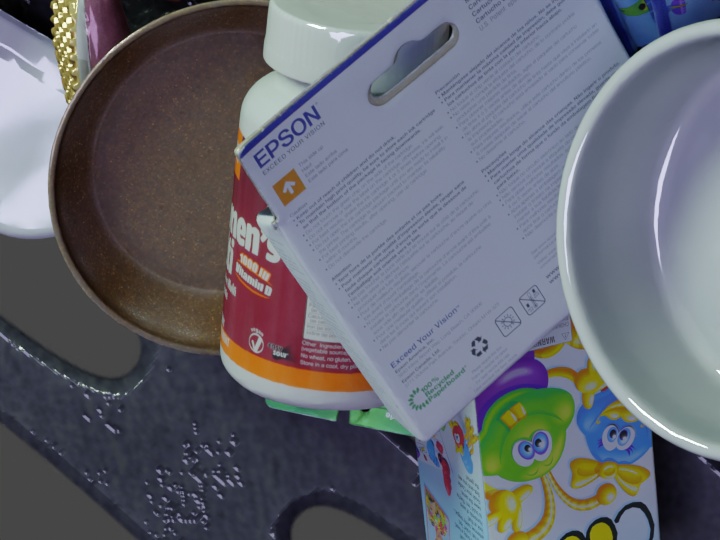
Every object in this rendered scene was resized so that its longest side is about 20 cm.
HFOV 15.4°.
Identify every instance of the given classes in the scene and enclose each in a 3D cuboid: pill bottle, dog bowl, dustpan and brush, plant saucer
[{"bbox_3d":[-0.011,-0.039,1.351,0.109,0.110,0.201,11,112,13],"label":"pill bottle"},{"bbox_3d":[0.191,-0.015,1.212,0.200,0.079,0.201,6,98,41],"label":"dog bowl"},{"bbox_3d":[-0.204,-0.047,1.534,0.139,0.057,0.200,30,108,-10],"label":"dustpan and brush"},{"bbox_3d":[-0.068,-0.053,1.413,0.200,0.037,0.201,-5,114,-10],"label":"plant saucer"}]

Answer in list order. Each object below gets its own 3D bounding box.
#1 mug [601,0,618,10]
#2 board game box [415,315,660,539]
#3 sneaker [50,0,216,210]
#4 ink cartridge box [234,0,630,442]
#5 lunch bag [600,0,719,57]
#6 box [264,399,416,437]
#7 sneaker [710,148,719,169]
[{"bbox_3d":[0.097,-0.247,1.345,0.133,0.178,0.201,-12,115,-17],"label":"mug"},{"bbox_3d":[0.094,0.097,1.440,0.103,0.105,0.201,-13,112,-17],"label":"board game box"},{"bbox_3d":[-0.111,-0.082,1.455,0.090,0.075,0.200,-14,122,-9],"label":"sneaker"},{"bbox_3d":[0.050,-0.051,1.289,0.199,0.041,0.200,-40,123,-12],"label":"ink cartridge box"},{"bbox_3d":[0.198,-0.144,1.310,0.150,0.094,0.200,-36,139,-6],"label":"lunch bag"},{"bbox_3d":[0.000,0.000,1.489,0.117,0.048,0.201,10,114,13],"label":"box"},{"bbox_3d":[0.235,-0.015,1.344,0.078,0.200,0.090,-39,53,26],"label":"sneaker"}]
